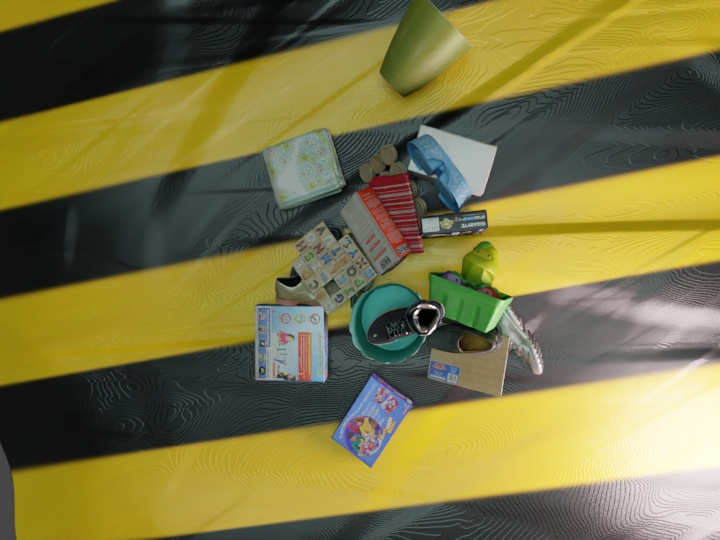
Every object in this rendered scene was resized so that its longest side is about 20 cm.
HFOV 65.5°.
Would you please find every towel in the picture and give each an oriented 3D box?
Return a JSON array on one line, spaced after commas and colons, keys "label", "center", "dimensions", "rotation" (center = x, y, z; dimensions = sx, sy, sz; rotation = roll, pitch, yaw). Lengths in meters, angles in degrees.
[{"label": "towel", "center": [0.091, -0.142, 1.423], "dimensions": [0.143, 0.022, 0.205], "rotation": [1, 108, 49]}, {"label": "towel", "center": [-0.151, -0.271, 1.500], "dimensions": [0.196, 0.048, 0.175], "rotation": [-17, 86, 8]}]

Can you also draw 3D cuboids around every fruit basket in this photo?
[{"label": "fruit basket", "center": [0.281, 0.026, 1.389], "dimensions": [0.211, 0.155, 0.222], "rotation": [1, 91, 26]}]

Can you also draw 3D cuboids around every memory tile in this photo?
[{"label": "memory tile", "center": [0.081, -0.208, 1.437], "dimensions": [0.153, 0.017, 0.203], "rotation": [-31, 86, 52]}]

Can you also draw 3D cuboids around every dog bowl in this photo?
[{"label": "dog bowl", "center": [0.187, -0.231, 1.310], "dimensions": [0.049, 0.111, 0.202], "rotation": [-36, 88, -4]}]

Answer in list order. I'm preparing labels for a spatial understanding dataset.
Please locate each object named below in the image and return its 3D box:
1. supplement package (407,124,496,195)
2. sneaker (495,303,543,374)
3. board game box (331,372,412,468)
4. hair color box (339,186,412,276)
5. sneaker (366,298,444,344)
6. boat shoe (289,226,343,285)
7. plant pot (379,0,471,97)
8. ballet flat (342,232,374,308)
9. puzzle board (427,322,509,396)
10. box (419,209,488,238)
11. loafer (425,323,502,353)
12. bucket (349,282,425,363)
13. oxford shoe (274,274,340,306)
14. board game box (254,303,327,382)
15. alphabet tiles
[{"label": "supplement package", "center": [0.229, -0.274, 1.411], "dimensions": [0.196, 0.117, 0.120], "rotation": [19, 95, 7]}, {"label": "sneaker", "center": [0.397, 0.179, 1.434], "dimensions": [0.081, 0.074, 0.203], "rotation": [-34, 81, 23]}, {"label": "board game box", "center": [0.031, 0.398, 1.492], "dimensions": [0.133, 0.045, 0.202], "rotation": [34, 95, 6]}, {"label": "hair color box", "center": [0.038, -0.100, 1.436], "dimensions": [0.202, 0.061, 0.101], "rotation": [58, 140, 10]}, {"label": "sneaker", "center": [0.098, 0.123, 1.290], "dimensions": [0.199, 0.146, 0.078], "rotation": [-24, 89, 8]}, {"label": "boat shoe", "center": [-0.124, -0.040, 1.495], "dimensions": [0.068, 0.057, 0.201], "rotation": [42, 96, 5]}, {"label": "plant pot", "center": [0.145, -0.545, 1.401], "dimensions": [0.187, 0.187, 0.200], "rotation": [46, 111, 4]}, {"label": "ballet flat", "center": [0.000, 0.000, 1.480], "dimensions": [0.073, 0.068, 0.205], "rotation": [-6, 88, -8]}, {"label": "puzzle board", "center": [0.277, 0.225, 1.445], "dimensions": [0.196, 0.017, 0.155], "rotation": [10, 97, 24]}, {"label": "box", "center": [0.225, -0.111, 1.375], "dimensions": [0.155, 0.200, 0.047], "rotation": [-5, 90, 7]}, {"label": "loafer", "center": [0.252, 0.174, 1.404], "dimensions": [0.196, 0.072, 0.075], "rotation": [-5, 90, 24]}, {"label": "bucket", "center": [0.077, 0.129, 1.433], "dimensions": [0.202, 0.135, 0.213], "rotation": [0, 92, 9]}, {"label": "oxford shoe", "center": [-0.129, 0.046, 1.472], "dimensions": [0.195, 0.071, 0.075], "rotation": [-6, 126, -5]}, {"label": "board game box", "center": [-0.186, 0.193, 1.510], "dimensions": [0.191, 0.056, 0.206], "rotation": [1, 92, 7]}, {"label": "alphabet tiles", "center": [-0.078, -0.017, 1.446], "dimensions": [0.166, 0.008, 0.201], "rotation": [-37, 85, -2]}]
